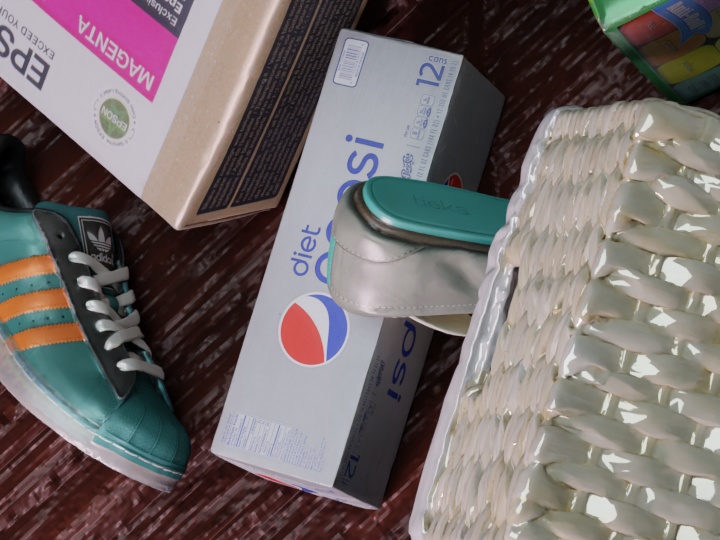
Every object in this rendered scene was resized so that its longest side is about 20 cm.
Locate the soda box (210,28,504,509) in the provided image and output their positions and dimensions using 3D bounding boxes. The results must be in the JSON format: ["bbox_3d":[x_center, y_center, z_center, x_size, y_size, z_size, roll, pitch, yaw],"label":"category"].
[{"bbox_3d":[0.000,0.000,1.341,0.063,0.068,0.201,14,83,22],"label":"soda box"}]

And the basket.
[{"bbox_3d":[0.146,0.049,1.181,0.199,0.161,0.199,20,83,-7],"label":"basket"}]

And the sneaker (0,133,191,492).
[{"bbox_3d":[-0.135,0.015,1.388,0.080,0.071,0.200,-49,64,8],"label":"sneaker"}]

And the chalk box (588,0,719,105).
[{"bbox_3d":[0.153,-0.156,1.291,0.123,0.124,0.201,-25,68,13],"label":"chalk box"}]

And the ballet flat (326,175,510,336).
[{"bbox_3d":[0.081,0.001,1.293,0.068,0.199,0.064,-105,26,-56],"label":"ballet flat"}]

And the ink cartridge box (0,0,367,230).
[{"bbox_3d":[-0.098,-0.142,1.376,0.200,0.075,0.165,39,122,25],"label":"ink cartridge box"}]
